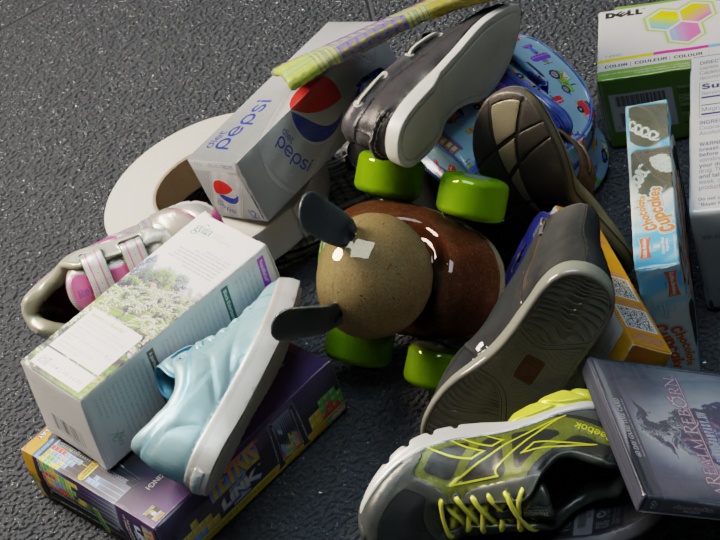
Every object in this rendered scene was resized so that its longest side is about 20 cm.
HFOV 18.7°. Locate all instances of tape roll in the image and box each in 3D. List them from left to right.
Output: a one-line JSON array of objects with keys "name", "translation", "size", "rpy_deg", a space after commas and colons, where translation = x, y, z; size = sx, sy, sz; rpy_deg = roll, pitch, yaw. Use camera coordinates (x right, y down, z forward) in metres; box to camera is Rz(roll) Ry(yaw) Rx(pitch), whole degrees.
[{"name": "tape roll", "translation": [-0.124, -0.063, 1.895], "size": [0.201, 0.037, 0.204], "rpy_deg": [-14, 37, 11]}]

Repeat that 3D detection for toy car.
[{"name": "toy car", "translation": [0.000, 0.000, 1.638], "size": [0.157, 0.166, 0.199], "rpy_deg": [16, 9, 35]}]

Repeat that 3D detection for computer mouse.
[{"name": "computer mouse", "translation": [0.132, 0.183, 1.535], "size": [0.198, 0.053, 0.139], "rpy_deg": [-10, 32, 24]}]

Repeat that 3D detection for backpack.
[{"name": "backpack", "translation": [0.111, -0.119, 1.815], "size": [0.199, 0.135, 0.183], "rpy_deg": [-29, 59, -25]}]

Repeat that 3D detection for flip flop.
[{"name": "flip flop", "translation": [0.155, -0.070, 1.702], "size": [0.081, 0.200, 0.058], "rpy_deg": [-9, 42, 41]}]

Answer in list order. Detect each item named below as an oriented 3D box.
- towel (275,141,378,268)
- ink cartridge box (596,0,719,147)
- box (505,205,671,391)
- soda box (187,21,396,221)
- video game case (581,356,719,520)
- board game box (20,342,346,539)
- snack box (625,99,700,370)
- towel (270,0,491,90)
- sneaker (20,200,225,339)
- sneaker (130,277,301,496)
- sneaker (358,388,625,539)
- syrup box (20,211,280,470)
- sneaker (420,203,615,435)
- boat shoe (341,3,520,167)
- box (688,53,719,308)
[{"name": "towel", "translation": [-0.038, -0.088, 1.932], "size": [0.191, 0.035, 0.201], "rpy_deg": [-21, 39, -4]}, {"name": "ink cartridge box", "translation": [0.283, -0.207, 1.910], "size": [0.146, 0.076, 0.201], "rpy_deg": [-7, 41, 13]}, {"name": "box", "translation": [0.158, 0.044, 1.634], "size": [0.041, 0.120, 0.201], "rpy_deg": [14, 30, -24]}, {"name": "soda box", "translation": [-0.052, -0.129, 1.849], "size": [0.068, 0.064, 0.200], "rpy_deg": [8, 46, 47]}, {"name": "video game case", "translation": [0.261, 0.121, 1.498], "size": [0.198, 0.019, 0.143], "rpy_deg": [9, 35, -19]}, {"name": "board game box", "translation": [-0.138, 0.123, 1.704], "size": [0.165, 0.057, 0.200], "rpy_deg": [21, 53, 40]}, {"name": "snack box", "translation": [0.233, -0.025, 1.682], "size": [0.037, 0.117, 0.201], "rpy_deg": [-8, 40, 12]}, {"name": "towel", "translation": [0.025, -0.193, 1.763], "size": [0.199, 0.023, 0.144], "rpy_deg": [-25, 8, -3]}, {"name": "sneaker", "translation": [-0.195, 0.011, 1.788], "size": [0.199, 0.082, 0.088], "rpy_deg": [-31, -6, 22]}, {"name": "sneaker", "translation": [-0.108, 0.071, 1.635], "size": [0.081, 0.074, 0.201], "rpy_deg": [24, 50, 5]}, {"name": "sneaker", "translation": [0.092, 0.146, 1.493], "size": [0.199, 0.075, 0.085], "rpy_deg": [-26, 31, -1]}, {"name": "syrup box", "translation": [-0.156, 0.051, 1.686], "size": [0.078, 0.082, 0.200], "rpy_deg": [27, 56, 38]}, {"name": "sneaker", "translation": [0.118, 0.049, 1.576], "size": [0.200, 0.075, 0.107], "rpy_deg": [-49, 15, 29]}, {"name": "boat shoe", "translation": [0.058, -0.152, 1.706], "size": [0.060, 0.074, 0.200], "rpy_deg": [20, 49, 27]}, {"name": "box", "translation": [0.353, -0.081, 1.711], "size": [0.182, 0.105, 0.201], "rpy_deg": [-6, 41, 15]}]
